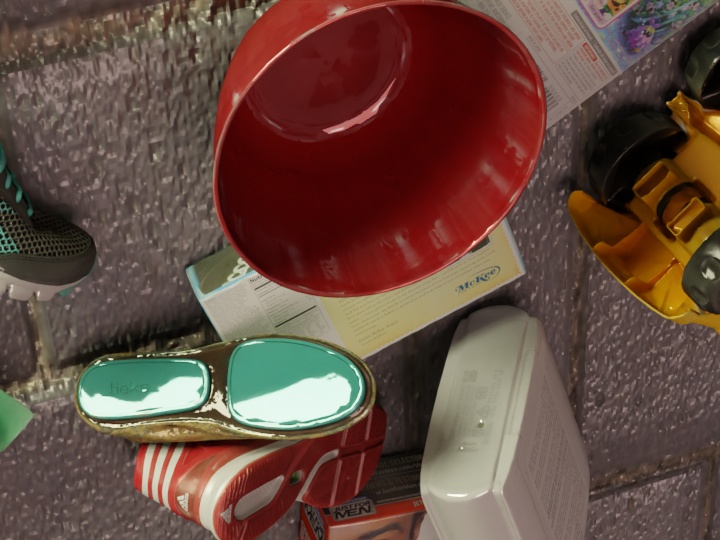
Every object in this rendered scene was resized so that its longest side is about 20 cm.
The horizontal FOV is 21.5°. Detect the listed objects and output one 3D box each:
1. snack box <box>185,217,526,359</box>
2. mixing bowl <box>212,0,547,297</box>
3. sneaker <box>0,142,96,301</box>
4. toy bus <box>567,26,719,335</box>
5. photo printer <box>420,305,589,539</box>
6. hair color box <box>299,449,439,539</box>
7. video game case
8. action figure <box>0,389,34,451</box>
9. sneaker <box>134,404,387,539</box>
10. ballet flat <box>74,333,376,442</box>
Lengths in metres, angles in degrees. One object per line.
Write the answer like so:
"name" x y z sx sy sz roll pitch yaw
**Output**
"snack box" 0.000 0.000 1.226 0.199 0.037 0.116 -27 133 -1
"mixing bowl" -0.005 -0.094 1.100 0.199 0.108 0.201 -13 130 -16
"sneaker" -0.223 -0.049 1.063 0.200 0.078 0.091 23 111 -38
"toy bus" 0.269 -0.049 1.260 0.200 0.136 0.192 -46 144 12
"photo printer" 0.107 0.149 1.317 0.069 0.167 0.200 -2 138 21
"hair color box" 0.012 0.231 1.403 0.110 0.064 0.201 -9 129 -17
"video game case" 0.133 -0.199 1.137 0.182 0.024 0.200 -37 132 6
"action figure" -0.297 0.055 1.123 0.118 0.055 0.200 -31 137 4
"sneaker" -0.074 0.114 1.273 0.200 0.115 0.079 -11 117 -57
"ballet flat" -0.081 0.079 1.197 0.199 0.071 0.071 -3 134 15
